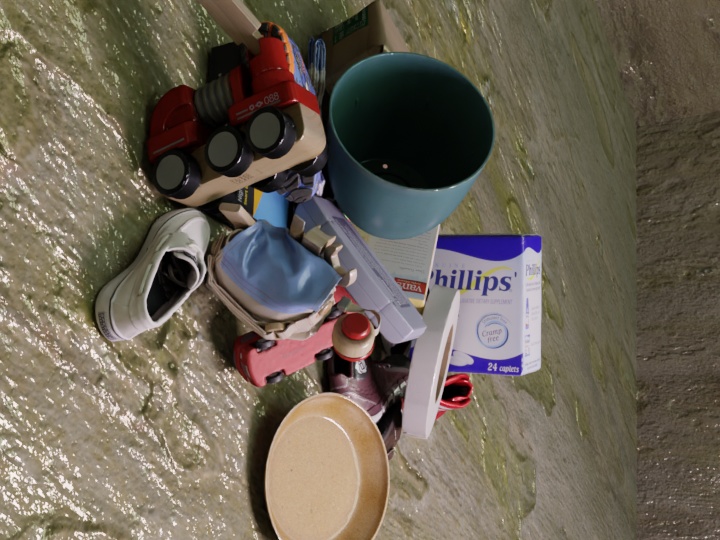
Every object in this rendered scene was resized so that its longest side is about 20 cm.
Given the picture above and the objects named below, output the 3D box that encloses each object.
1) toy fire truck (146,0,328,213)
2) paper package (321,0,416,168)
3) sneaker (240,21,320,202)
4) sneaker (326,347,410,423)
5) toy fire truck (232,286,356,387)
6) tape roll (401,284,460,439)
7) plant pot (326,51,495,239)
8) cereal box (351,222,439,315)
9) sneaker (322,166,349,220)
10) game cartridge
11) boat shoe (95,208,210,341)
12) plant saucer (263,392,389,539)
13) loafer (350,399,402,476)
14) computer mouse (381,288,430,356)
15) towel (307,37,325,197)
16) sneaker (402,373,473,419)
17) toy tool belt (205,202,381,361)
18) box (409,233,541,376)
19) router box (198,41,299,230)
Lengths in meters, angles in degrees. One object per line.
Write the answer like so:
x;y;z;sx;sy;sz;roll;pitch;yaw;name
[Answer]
-0.143;-0.184;1.091;0.128;0.174;0.203;19;55;-62;toy fire truck
0.031;-0.242;1.469;0.192;0.102;0.201;58;15;-27;paper package
-0.076;-0.178;1.222;0.078;0.074;0.204;-14;96;-66;sneaker
0.013;0.126;1.452;0.200;0.075;0.117;-43;118;-61;sneaker
-0.070;0.064;1.250;0.198;0.140;0.050;-24;108;-25;toy fire truck
0.096;0.122;1.451;0.203;0.036;0.207;12;90;-81;tape roll
0.047;-0.134;1.309;0.162;0.197;0.203;109;-9;-58;plant pot
0.031;-0.036;1.456;0.040;0.141;0.202;92;10;-51;cereal box
-0.029;-0.129;1.439;0.084;0.076;0.201;58;20;-32;sneaker
0.000;0.000;1.275;0.201;0.041;0.133;53;6;9;game cartridge
-0.185;-0.003;1.058;0.200;0.065;0.073;-54;131;-57;boat shoe
-0.046;0.247;1.271;0.198;0.035;0.204;10;76;-44;plant saucer
0.019;0.235;1.427;0.200;0.072;0.072;-41;120;-61;loafer
0.058;0.060;1.534;0.202;0.043;0.111;104;-10;-45;computer mouse
-0.058;-0.172;1.365;0.147;0.023;0.204;104;-13;-72;towel
0.129;0.195;1.632;0.199;0.114;0.080;-1;84;-64;sneaker
-0.067;0.010;1.130;0.125;0.198;0.124;-54;167;-36;toy tool belt
0.170;0.047;1.599;0.105;0.181;0.204;-3;93;-64;box
-0.121;-0.142;1.255;0.149;0.050;0.204;32;54;-58;router box
